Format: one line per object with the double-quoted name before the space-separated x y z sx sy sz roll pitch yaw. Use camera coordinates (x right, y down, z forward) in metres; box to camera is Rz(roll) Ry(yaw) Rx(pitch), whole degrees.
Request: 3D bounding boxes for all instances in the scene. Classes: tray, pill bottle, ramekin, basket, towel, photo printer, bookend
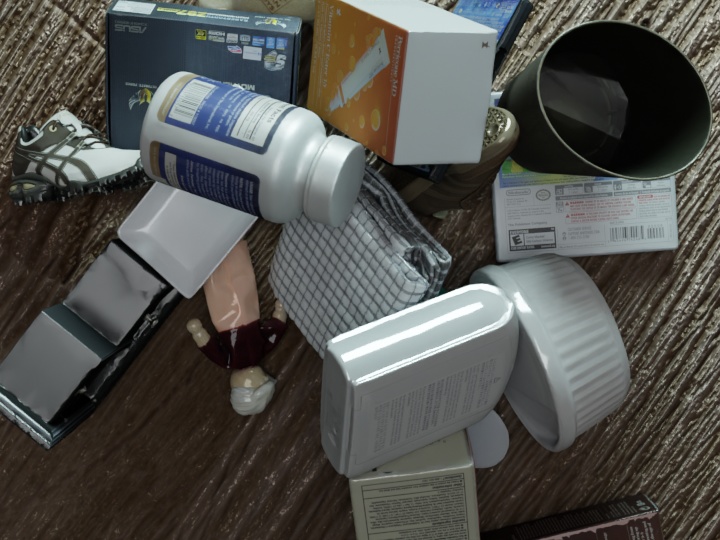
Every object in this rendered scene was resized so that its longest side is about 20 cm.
"tray" -0.150 -0.080 1.250 0.107 0.022 0.200 40 95 5
"pill bottle" -0.100 -0.111 1.165 0.198 0.111 0.112 19 94 16
"ramekin" 0.197 0.076 1.254 0.093 0.202 0.204 -23 94 -10
"basket" 0.217 -0.157 1.197 0.179 0.200 0.137 21 87 -14
"towel" 0.000 0.000 1.235 0.200 0.085 0.167 49 130 33
"photo printer" 0.060 0.101 1.166 0.198 0.167 0.070 -21 52 -20
"bookend" -0.270 0.060 1.246 0.092 0.199 0.201 38 92 -2

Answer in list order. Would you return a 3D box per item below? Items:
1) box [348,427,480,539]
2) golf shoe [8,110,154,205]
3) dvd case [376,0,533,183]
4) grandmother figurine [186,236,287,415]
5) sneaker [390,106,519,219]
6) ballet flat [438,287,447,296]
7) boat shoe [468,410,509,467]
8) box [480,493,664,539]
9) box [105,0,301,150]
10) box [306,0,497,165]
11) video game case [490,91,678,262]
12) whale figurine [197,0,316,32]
"box" 0.057 0.254 1.268 0.126 0.109 0.202 -7 119 -1
"golf shoe" -0.292 -0.121 1.260 0.198 0.078 0.096 -4 91 30
"dvd case" 0.094 -0.191 1.255 0.017 0.143 0.201 27 92 -25
"grandmother figurine" -0.130 0.057 1.313 0.120 0.060 0.202 -13 100 -19
"sneaker" 0.111 -0.106 1.250 0.075 0.199 0.071 29 64 -23
"ballet flat" 0.048 0.018 1.316 0.075 0.068 0.201 -39 87 24
"boat shoe" 0.071 0.149 1.318 0.199 0.066 0.073 25 94 -19
"box" 0.232 0.321 1.327 0.198 0.075 0.101 -13 94 -1
"box" -0.164 -0.192 1.273 0.198 0.051 0.159 7 121 0
"box" 0.034 -0.190 1.175 0.097 0.200 0.126 -5 113 -27
"video game case" 0.240 -0.107 1.321 0.198 0.022 0.185 -4 94 1
"whale figurine" -0.075 -0.313 1.281 0.199 0.104 0.159 -32 115 25
